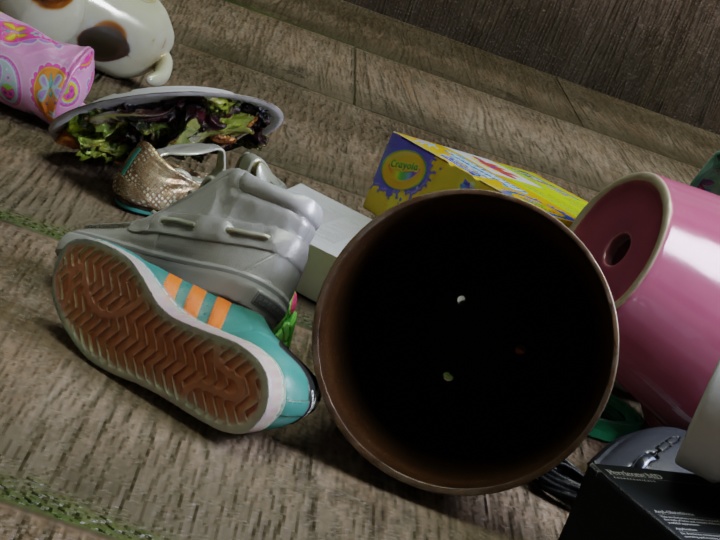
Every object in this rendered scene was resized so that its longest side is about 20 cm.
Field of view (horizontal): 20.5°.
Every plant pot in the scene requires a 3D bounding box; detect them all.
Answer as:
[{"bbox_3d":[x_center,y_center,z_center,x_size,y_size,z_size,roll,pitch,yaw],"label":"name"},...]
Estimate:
[{"bbox_3d":[0.071,0.047,1.304,0.187,0.187,0.200,21,0,5],"label":"plant pot"},{"bbox_3d":[0.244,0.025,1.453,0.179,0.200,0.200,30,9,-24],"label":"plant pot"}]

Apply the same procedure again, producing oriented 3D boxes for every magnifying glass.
[{"bbox_3d":[0.135,0.080,1.538,0.080,0.022,0.200,5,20,-46],"label":"magnifying glass"}]

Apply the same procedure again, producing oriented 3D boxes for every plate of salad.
[{"bbox_3d":[-0.164,-0.115,1.692,0.200,0.048,0.200,-4,-12,-1],"label":"plate of salad"}]

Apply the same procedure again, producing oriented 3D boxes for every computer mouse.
[{"bbox_3d":[0.220,0.147,1.346,0.140,0.046,0.200,29,16,35],"label":"computer mouse"}]

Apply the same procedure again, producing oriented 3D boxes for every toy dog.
[{"bbox_3d":[-0.301,-0.265,2.067,0.200,0.140,0.194,4,58,-53],"label":"toy dog"}]

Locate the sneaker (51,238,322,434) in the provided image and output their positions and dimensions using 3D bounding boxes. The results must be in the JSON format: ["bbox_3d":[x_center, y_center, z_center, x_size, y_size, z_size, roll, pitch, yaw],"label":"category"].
[{"bbox_3d":[-0.110,0.044,1.249,0.200,0.071,0.080,34,13,30],"label":"sneaker"}]

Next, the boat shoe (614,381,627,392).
[{"bbox_3d":[0.181,0.045,1.644,0.070,0.071,0.200,8,25,-49],"label":"boat shoe"}]

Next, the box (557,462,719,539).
[{"bbox_3d":[0.232,0.184,1.159,0.200,0.079,0.141,10,21,-35],"label":"box"}]

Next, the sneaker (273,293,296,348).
[{"bbox_3d":[-0.092,0.009,1.419,0.084,0.077,0.200,-1,16,-11],"label":"sneaker"}]

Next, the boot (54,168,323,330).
[{"bbox_3d":[-0.112,-0.023,1.340,0.200,0.096,0.074,13,-22,36],"label":"boot"}]

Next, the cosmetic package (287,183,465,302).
[{"bbox_3d":[0.000,0.000,1.564,0.200,0.051,0.083,28,29,28],"label":"cosmetic package"}]

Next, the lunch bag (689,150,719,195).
[{"bbox_3d":[0.356,0.001,1.774,0.170,0.200,0.122,16,14,-22],"label":"lunch bag"}]

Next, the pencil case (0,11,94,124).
[{"bbox_3d":[-0.337,-0.195,1.807,0.200,0.087,0.087,23,14,7],"label":"pencil case"}]

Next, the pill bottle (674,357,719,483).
[{"bbox_3d":[0.290,0.109,1.137,0.200,0.114,0.114,24,14,12],"label":"pill bottle"}]

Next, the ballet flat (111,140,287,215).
[{"bbox_3d":[-0.113,-0.070,1.667,0.200,0.065,0.071,8,18,-42],"label":"ballet flat"}]

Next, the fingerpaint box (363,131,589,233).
[{"bbox_3d":[0.128,-0.031,1.586,0.167,0.073,0.200,13,13,-40],"label":"fingerpaint box"}]
